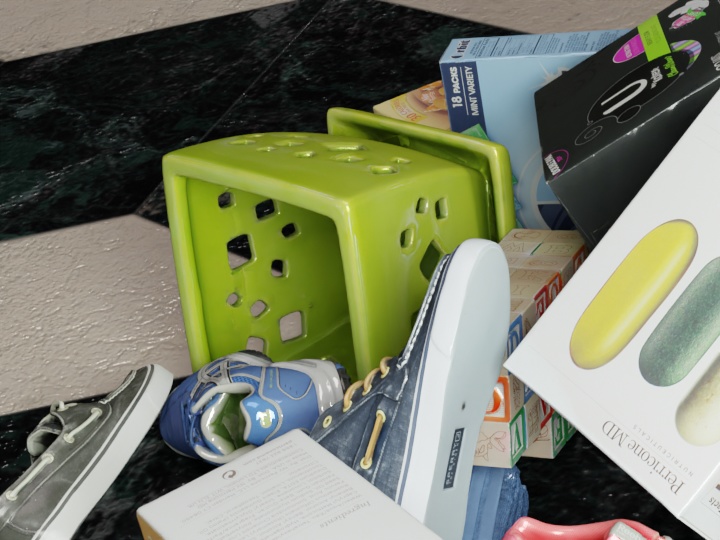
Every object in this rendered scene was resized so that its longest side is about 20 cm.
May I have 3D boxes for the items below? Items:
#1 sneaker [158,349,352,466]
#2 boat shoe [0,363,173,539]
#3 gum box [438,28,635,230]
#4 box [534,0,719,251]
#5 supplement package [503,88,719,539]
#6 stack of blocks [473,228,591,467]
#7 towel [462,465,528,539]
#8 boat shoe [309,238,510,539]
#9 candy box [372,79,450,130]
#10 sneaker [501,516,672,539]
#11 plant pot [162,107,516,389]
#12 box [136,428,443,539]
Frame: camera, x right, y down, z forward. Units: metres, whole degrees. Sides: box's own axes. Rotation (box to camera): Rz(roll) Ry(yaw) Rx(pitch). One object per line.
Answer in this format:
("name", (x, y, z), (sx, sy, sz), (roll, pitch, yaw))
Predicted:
("sneaker", (-0.085, 0.090, 1.261), (0.076, 0.077, 0.199), (-7, -5, -35))
("boat shoe", (-0.186, 0.117, 1.294), (0.063, 0.071, 0.200), (36, 37, -3))
("gum box", (0.170, -0.092, 1.454), (0.198, 0.171, 0.045), (0, 30, 20))
("box", (0.207, -0.079, 1.268), (0.148, 0.125, 0.200), (-32, 17, 13))
("supplement package", (0.218, 0.039, 1.071), (0.201, 0.150, 0.152), (-51, 48, 3))
("stack of blocks", (0.097, 0.057, 1.223), (0.058, 0.116, 0.200), (2, 18, 22))
("towel", (-0.001, 0.163, 1.181), (0.198, 0.049, 0.112), (-3, 29, 15))
("boat shoe", (0.020, 0.075, 1.099), (0.090, 0.203, 0.071), (14, 3, 30))
("candy box", (0.109, -0.106, 1.626), (0.115, 0.056, 0.200), (-23, 31, -21))
("sneaker", (0.160, 0.179, 1.047), (0.198, 0.088, 0.074), (3, 32, 26))
("plant pot", (0.000, 0.000, 1.334), (0.181, 0.201, 0.199), (-25, 28, -38))
("box", (-0.013, 0.201, 1.003), (0.106, 0.154, 0.200), (-24, 30, -24))
